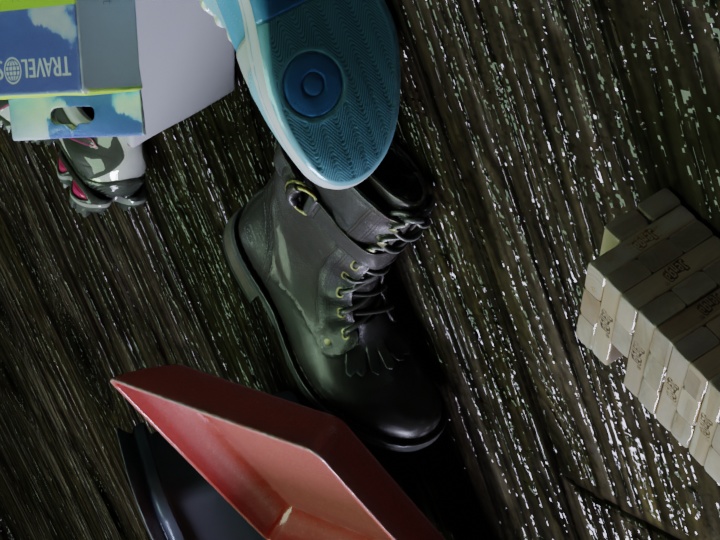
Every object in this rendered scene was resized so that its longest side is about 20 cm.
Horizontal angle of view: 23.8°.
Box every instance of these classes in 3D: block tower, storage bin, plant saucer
[{"bbox_3d":[0.166,0.059,0.675,0.200,0.054,0.058,47,156,29],"label":"block tower"},{"bbox_3d":[-0.080,0.187,1.262,0.146,0.134,0.200,-123,13,-63],"label":"storage bin"},{"bbox_3d":[-0.036,0.133,1.074,0.200,0.037,0.200,13,150,44],"label":"plant saucer"}]

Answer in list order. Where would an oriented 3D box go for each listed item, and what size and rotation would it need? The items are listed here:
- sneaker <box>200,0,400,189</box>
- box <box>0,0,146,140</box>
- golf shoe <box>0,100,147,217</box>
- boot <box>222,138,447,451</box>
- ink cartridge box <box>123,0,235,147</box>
[{"bbox_3d":[-0.052,-0.137,0.871,0.130,0.079,0.200,0,109,63],"label":"sneaker"},{"bbox_3d":[-0.175,-0.170,0.915,0.122,0.048,0.201,2,98,42],"label":"box"},{"bbox_3d":[-0.218,-0.128,1.281,0.200,0.077,0.088,43,133,31],"label":"golf shoe"},{"bbox_3d":[0.000,0.000,0.954,0.200,0.069,0.174,50,150,5],"label":"boot"},{"bbox_3d":[-0.162,-0.197,1.023,0.200,0.085,0.146,48,155,24],"label":"ink cartridge box"}]
